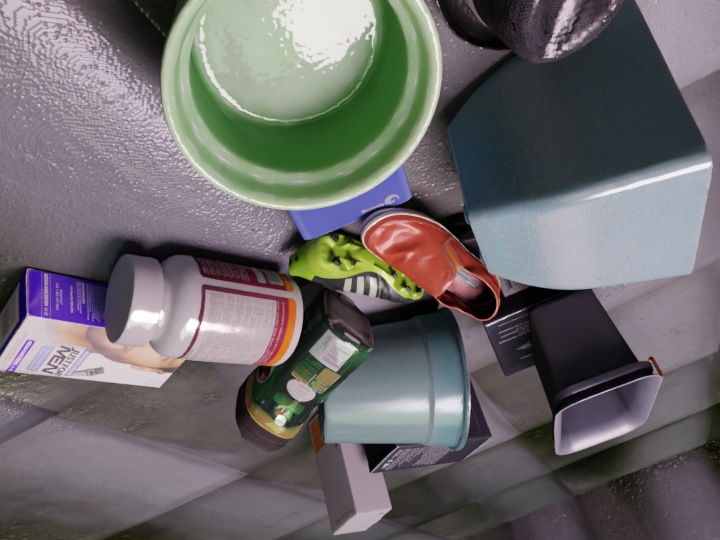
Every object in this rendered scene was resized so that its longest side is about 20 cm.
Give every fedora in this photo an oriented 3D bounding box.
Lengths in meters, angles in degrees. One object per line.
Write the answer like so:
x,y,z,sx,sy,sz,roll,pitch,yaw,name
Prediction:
0.150,-0.234,0.499,0.196,0.093,0.202,-13,147,-9,fedora

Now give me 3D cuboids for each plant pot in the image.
0.195,-0.096,0.645,0.196,0.200,0.196,-16,149,13,plant pot
0.035,0.160,0.943,0.191,0.204,0.202,-3,145,-7,plant pot

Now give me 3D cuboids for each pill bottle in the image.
-0.170,0.044,0.731,0.197,0.111,0.110,11,137,-37,pill bottle

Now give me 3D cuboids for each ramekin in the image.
-0.046,-0.154,0.489,0.195,0.099,0.203,-9,135,-9,ramekin

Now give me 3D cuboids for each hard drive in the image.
-0.029,-0.114,0.648,0.129,0.026,0.201,-21,147,3,hard drive

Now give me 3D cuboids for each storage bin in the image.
0.281,0.119,0.818,0.143,0.136,0.201,-21,148,5,storage bin

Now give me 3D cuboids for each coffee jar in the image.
-0.074,0.126,0.821,0.085,0.105,0.200,35,110,-20,coffee jar

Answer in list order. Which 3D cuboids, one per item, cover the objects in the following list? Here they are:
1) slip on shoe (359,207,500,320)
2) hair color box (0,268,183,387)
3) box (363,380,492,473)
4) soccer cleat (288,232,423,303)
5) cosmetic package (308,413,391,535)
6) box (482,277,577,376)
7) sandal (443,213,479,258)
0.085,-0.005,0.747,0.198,0.062,0.074,32,117,-23,slip on shoe
-0.297,0.073,0.755,0.198,0.066,0.109,15,134,-42,hair color box
0.100,0.243,1.117,0.196,0.150,0.105,4,142,-29,box
0.000,0.000,0.805,0.080,0.069,0.198,-19,154,40,soccer cleat
-0.022,0.331,1.137,0.070,0.203,0.102,4,141,-30,cosmetic package
0.236,0.045,0.923,0.145,0.106,0.201,-23,147,7,box
0.145,-0.044,0.824,0.197,0.048,0.076,-24,147,-10,sandal
